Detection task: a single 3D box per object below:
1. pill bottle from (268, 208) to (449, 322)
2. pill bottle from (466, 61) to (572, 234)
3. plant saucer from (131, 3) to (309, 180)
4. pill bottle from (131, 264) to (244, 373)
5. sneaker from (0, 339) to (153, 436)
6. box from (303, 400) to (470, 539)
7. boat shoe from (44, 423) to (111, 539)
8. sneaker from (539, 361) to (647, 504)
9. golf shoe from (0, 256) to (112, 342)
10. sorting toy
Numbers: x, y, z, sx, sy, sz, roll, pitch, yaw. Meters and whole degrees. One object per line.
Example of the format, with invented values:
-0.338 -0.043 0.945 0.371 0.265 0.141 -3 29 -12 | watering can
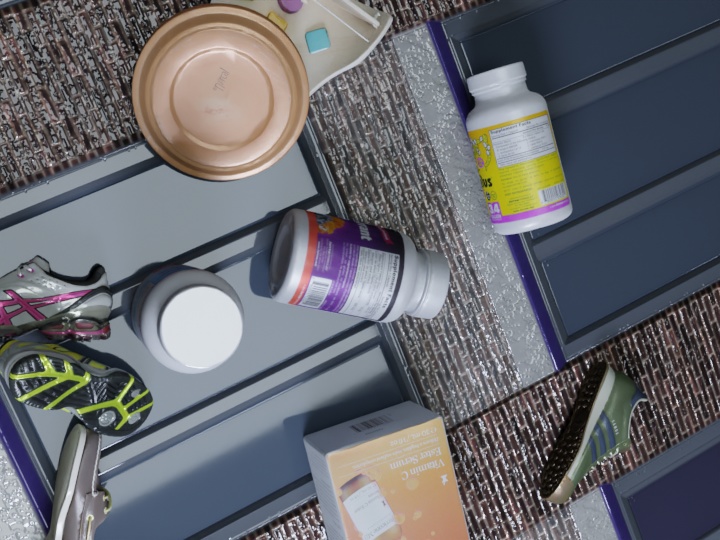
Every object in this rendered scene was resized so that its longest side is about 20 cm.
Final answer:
0.000 0.000 1.112 0.199 0.111 0.112 12 88 -19 | pill bottle
0.193 -0.153 1.175 0.104 0.104 0.201 -18 97 -17 | pill bottle
-0.156 -0.195 1.052 0.199 0.032 0.201 -4 116 -9 | plant saucer
-0.185 0.051 1.005 0.108 0.200 0.110 -1 93 -19 | pill bottle
-0.304 0.120 1.016 0.076 0.076 0.200 -53 140 -4 | sneaker
0.035 0.282 1.138 0.151 0.106 0.201 -16 97 -17 | box
-0.312 0.270 1.041 0.059 0.072 0.201 11 92 -24 | boat shoe
0.320 0.230 1.251 0.090 0.067 0.201 28 80 -12 | sneaker
-0.371 0.031 1.013 0.199 0.072 0.093 2 87 -28 | golf shoe
-0.100 -0.275 1.080 0.199 0.107 0.181 32 92 -22 | sorting toy
